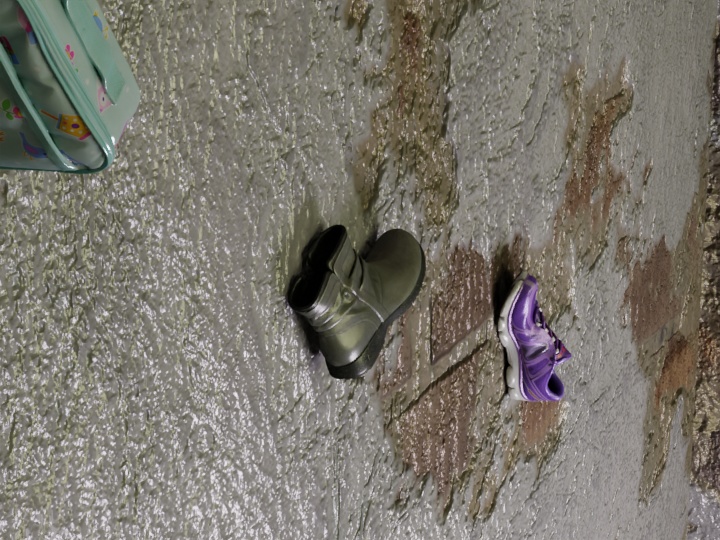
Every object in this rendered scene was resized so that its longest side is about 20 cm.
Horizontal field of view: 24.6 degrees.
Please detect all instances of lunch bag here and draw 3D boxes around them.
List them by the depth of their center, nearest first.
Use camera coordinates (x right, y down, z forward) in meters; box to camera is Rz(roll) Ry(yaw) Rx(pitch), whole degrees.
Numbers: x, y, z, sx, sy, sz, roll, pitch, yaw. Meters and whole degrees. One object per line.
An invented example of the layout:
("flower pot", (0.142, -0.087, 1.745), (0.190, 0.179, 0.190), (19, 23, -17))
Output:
("lunch bag", (-0.231, -0.144, 1.019), (0.200, 0.160, 0.077), (65, 41, -50))

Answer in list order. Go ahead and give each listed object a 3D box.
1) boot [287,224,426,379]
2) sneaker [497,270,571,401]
("boot", (0.000, 0.000, 1.661), (0.200, 0.067, 0.131), (-63, 143, -37))
("sneaker", (0.232, 0.086, 2.143), (0.081, 0.083, 0.201), (-56, 143, -43))
